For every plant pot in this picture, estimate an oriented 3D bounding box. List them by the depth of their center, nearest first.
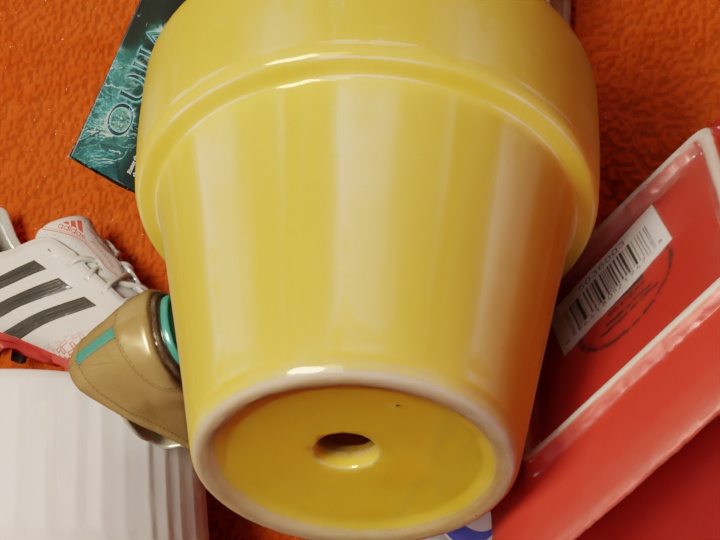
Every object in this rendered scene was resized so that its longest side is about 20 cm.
[{"bbox_3d":[0.000,0.000,0.878,0.200,0.201,0.189,-15,50,24],"label":"plant pot"}]

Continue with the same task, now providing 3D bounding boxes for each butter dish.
[{"bbox_3d":[0.160,0.051,0.909,0.148,0.200,0.200,37,112,-18],"label":"butter dish"}]

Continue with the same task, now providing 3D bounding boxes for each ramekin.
[{"bbox_3d":[-0.168,0.114,1.038,0.200,0.200,0.098,-9,71,25],"label":"ramekin"}]

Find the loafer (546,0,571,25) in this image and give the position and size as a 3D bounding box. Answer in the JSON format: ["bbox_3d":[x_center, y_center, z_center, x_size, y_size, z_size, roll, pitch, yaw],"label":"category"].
[{"bbox_3d":[0.058,-0.172,1.032,0.075,0.068,0.201,-4,79,28],"label":"loafer"}]

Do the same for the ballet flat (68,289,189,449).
[{"bbox_3d":[-0.059,0.069,0.992,0.063,0.200,0.069,-27,47,22],"label":"ballet flat"}]

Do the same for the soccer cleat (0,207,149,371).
[{"bbox_3d":[-0.138,0.017,1.106,0.199,0.069,0.086,14,93,32],"label":"soccer cleat"}]

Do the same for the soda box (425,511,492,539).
[{"bbox_3d":[0.085,0.137,0.976,0.068,0.063,0.200,-48,65,14],"label":"soda box"}]

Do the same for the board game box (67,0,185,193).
[{"bbox_3d":[-0.056,-0.120,1.103,0.135,0.028,0.201,28,96,25],"label":"board game box"}]
